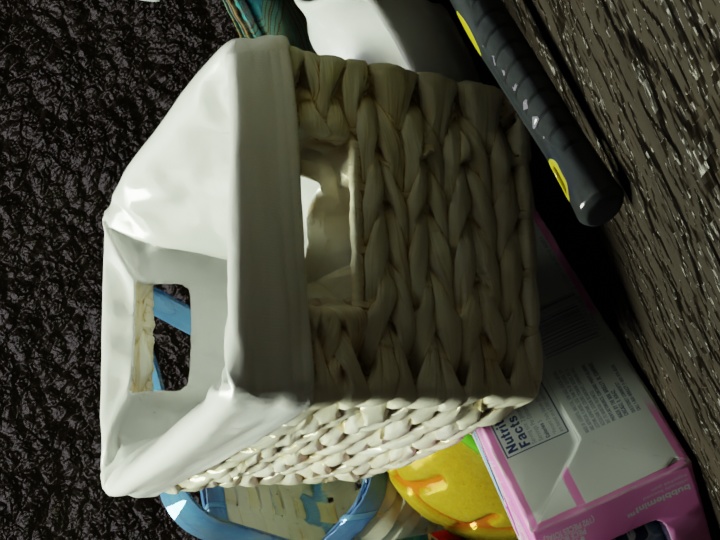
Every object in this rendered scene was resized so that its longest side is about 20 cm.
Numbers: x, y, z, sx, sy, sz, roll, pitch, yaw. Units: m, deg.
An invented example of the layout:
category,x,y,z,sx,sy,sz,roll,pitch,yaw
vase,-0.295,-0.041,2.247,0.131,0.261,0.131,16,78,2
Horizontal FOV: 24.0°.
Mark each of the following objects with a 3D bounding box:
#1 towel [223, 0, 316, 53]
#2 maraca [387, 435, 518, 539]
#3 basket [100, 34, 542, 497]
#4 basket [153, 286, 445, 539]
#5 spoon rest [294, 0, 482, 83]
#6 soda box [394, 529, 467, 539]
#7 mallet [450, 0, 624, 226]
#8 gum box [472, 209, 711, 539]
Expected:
category,x,y,z,sx,sy,sz,roll,pitch,yaw
towel,-0.028,-0.154,0.879,0.201,0.021,0.148,66,-147,-46
maraca,0.078,0.094,0.908,0.137,0.107,0.200,38,-177,37
basket,-0.022,0.010,0.666,0.200,0.122,0.137,142,129,-64
basket,-0.047,0.101,0.970,0.199,0.139,0.177,23,-148,-36
spoon rest,0.010,-0.107,0.790,0.201,0.060,0.100,-112,-2,-54
soda box,0.050,0.182,0.920,0.199,0.068,0.065,-2,-125,-47
mallet,0.026,-0.103,0.528,0.201,0.041,0.066,60,175,32
gum box,0.085,0.072,0.705,0.201,0.066,0.114,-113,0,-52
